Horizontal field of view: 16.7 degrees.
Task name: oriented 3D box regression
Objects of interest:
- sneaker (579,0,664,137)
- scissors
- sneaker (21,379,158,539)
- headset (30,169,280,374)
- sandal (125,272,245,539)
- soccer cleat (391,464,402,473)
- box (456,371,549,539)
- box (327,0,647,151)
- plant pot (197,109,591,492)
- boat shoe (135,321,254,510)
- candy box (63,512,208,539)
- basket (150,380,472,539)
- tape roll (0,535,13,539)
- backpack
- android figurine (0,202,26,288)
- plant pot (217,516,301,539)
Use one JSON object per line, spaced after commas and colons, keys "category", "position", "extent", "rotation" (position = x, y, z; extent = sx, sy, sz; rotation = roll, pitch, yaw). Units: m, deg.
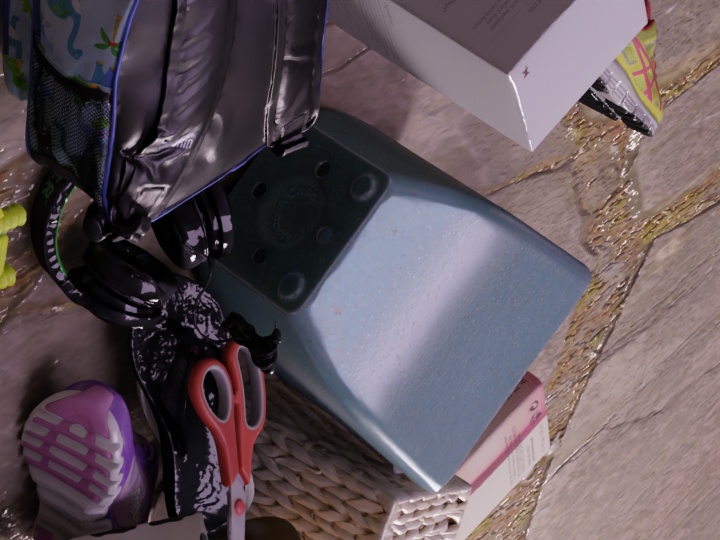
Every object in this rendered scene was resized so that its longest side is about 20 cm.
{"category": "sneaker", "position": [0.213, -0.175, 1.977], "extent": [0.091, 0.078, 0.200], "rotation": [-60, 155, -6]}
{"category": "scissors", "position": [-0.079, 0.146, 1.650], "extent": [0.073, 0.014, 0.201], "rotation": [-18, 100, -55]}
{"category": "sneaker", "position": [-0.178, 0.134, 1.693], "extent": [0.088, 0.080, 0.201], "rotation": [-44, 157, -34]}
{"category": "headset", "position": [-0.123, -0.007, 1.568], "extent": [0.123, 0.094, 0.200], "rotation": [-44, 134, -2]}
{"category": "sandal", "position": [-0.107, 0.095, 1.676], "extent": [0.075, 0.048, 0.202], "rotation": [-24, 116, -29]}
{"category": "soccer cleat", "position": [0.017, 0.073, 1.834], "extent": [0.086, 0.200, 0.070], "rotation": [-26, 132, -8]}
{"category": "box", "position": [0.044, 0.151, 2.008], "extent": [0.200, 0.128, 0.109], "rotation": [-44, 151, -21]}
{"category": "box", "position": [0.068, -0.191, 1.581], "extent": [0.124, 0.200, 0.098], "rotation": [-47, 152, -14]}
{"category": "plant pot", "position": [0.000, 0.000, 1.713], "extent": [0.196, 0.196, 0.200], "rotation": [-54, 140, -2]}
{"category": "boat shoe", "position": [-0.127, 0.091, 1.738], "extent": [0.073, 0.062, 0.201], "rotation": [-25, 124, -18]}
{"category": "candy box", "position": [-0.189, 0.251, 1.634], "extent": [0.199, 0.137, 0.061], "rotation": [-11, 143, -3]}
{"category": "basket", "position": [-0.034, 0.177, 1.841], "extent": [0.135, 0.199, 0.124], "rotation": [-2, 116, -58]}
{"category": "tape roll", "position": [-0.262, 0.264, 1.559], "extent": [0.203, 0.202, 0.037], "rotation": [-48, 153, -14]}
{"category": "backpack", "position": [-0.113, -0.153, 1.388], "extent": [0.183, 0.147, 0.201], "rotation": [-32, 149, -36]}
{"category": "android figurine", "position": [-0.276, 0.011, 1.427], "extent": [0.199, 0.041, 0.183], "rotation": [-22, 138, -45]}
{"category": "plant pot", "position": [-0.104, 0.262, 1.721], "extent": [0.027, 0.200, 0.201], "rotation": [27, 99, -26]}
